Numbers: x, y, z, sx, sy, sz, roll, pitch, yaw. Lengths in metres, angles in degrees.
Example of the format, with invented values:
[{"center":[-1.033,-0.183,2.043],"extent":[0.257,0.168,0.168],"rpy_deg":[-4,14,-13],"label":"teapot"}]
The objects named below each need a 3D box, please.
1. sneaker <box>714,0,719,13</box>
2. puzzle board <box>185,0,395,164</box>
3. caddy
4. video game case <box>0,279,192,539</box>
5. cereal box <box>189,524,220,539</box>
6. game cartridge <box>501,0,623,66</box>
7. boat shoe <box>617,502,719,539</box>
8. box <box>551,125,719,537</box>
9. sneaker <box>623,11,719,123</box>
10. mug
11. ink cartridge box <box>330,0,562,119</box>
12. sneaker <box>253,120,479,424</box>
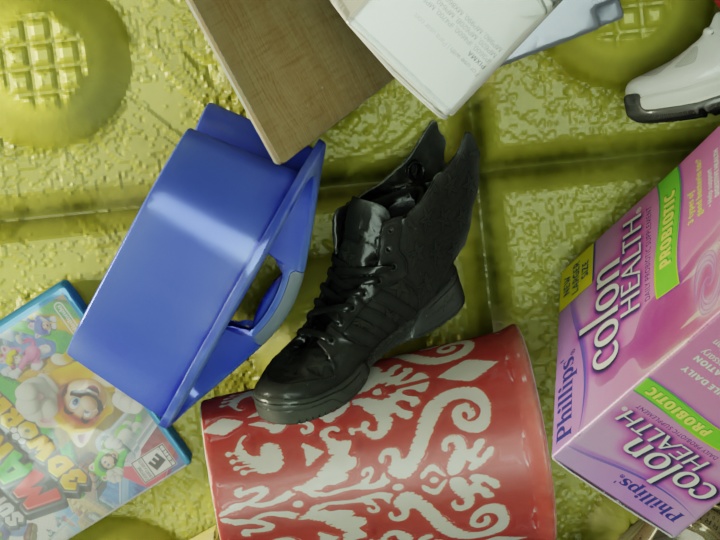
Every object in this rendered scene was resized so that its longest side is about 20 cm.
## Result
[{"center":[0.226,-0.220,1.370],"extent":[0.071,0.200,0.113],"rpy_deg":[-9,140,27],"label":"sneaker"},{"center":[-0.052,-0.181,1.392],"extent":[0.017,0.151,0.200],"rpy_deg":[-15,109,47],"label":"puzzle board"},{"center":[-0.088,-0.001,1.431],"extent":[0.105,0.141,0.200],"rpy_deg":[29,109,-3],"label":"caddy"},{"center":[-0.229,0.116,1.532],"extent":[0.200,0.018,0.143],"rpy_deg":[-32,103,10],"label":"video game case"},{"center":[-0.100,0.283,1.565],"extent":[0.144,0.040,0.200],"rpy_deg":[-31,103,10],"label":"cereal box"},{"center":[0.062,-0.219,1.413],"extent":[0.133,0.041,0.200],"rpy_deg":[-21,104,-3],"label":"game cartridge"},{"center":[0.223,0.152,1.506],"extent":[0.071,0.065,0.200],"rpy_deg":[32,104,-7],"label":"boat shoe"},{"center":[0.210,0.019,1.378],"extent":[0.097,0.176,0.200],"rpy_deg":[33,125,-17],"label":"box"},{"center":[0.240,-0.164,1.426],"extent":[0.200,0.076,0.115],"rpy_deg":[-19,88,10],"label":"sneaker"},{"center":[0.013,0.135,1.463],"extent":[0.200,0.133,0.178],"rpy_deg":[-9,109,-2],"label":"mug"},{"center":[0.079,-0.191,1.328],"extent":[0.085,0.146,0.200],"rpy_deg":[41,96,-13],"label":"ink cartridge box"},{"center":[0.002,0.001,1.428],"extent":[0.200,0.060,0.104],"rpy_deg":[-35,125,-34],"label":"sneaker"}]
